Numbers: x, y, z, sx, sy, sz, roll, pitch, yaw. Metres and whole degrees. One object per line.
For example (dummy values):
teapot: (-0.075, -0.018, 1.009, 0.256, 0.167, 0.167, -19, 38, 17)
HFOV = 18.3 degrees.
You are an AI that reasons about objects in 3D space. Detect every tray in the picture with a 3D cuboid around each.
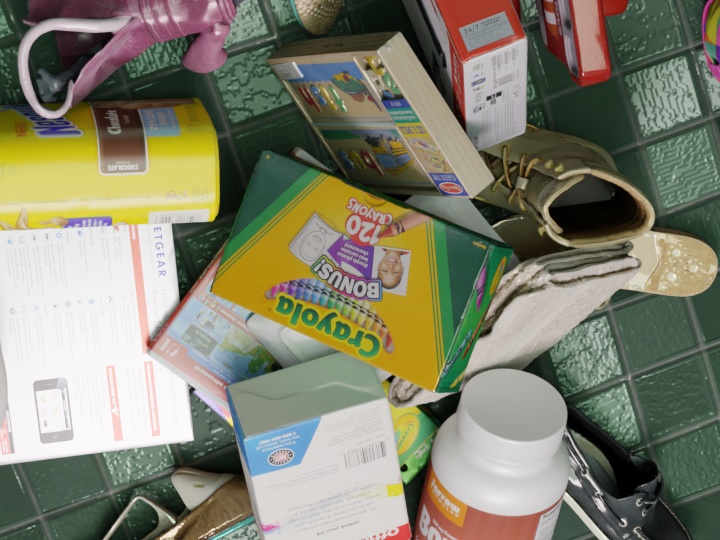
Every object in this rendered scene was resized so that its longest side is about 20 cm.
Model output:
tray: (0.020, 0.024, 1.726, 0.200, 0.022, 0.107, -37, 106, 12)

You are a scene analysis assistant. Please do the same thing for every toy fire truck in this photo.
toy fire truck: (0.149, -0.250, 1.674, 0.112, 0.168, 0.201, -10, 108, -6)

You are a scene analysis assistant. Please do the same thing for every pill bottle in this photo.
pill bottle: (0.105, 0.180, 1.789, 0.112, 0.112, 0.200, 3, 129, -10)

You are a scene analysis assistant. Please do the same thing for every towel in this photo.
towel: (0.121, 0.044, 1.744, 0.132, 0.035, 0.200, -10, 155, -42)

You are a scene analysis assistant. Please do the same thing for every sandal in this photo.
sandal: (0.191, -0.003, 1.804, 0.211, 0.070, 0.078, 2, 106, -9)

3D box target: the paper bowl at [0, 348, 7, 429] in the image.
paper bowl: (-0.341, 0.080, 1.686, 0.104, 0.200, 0.201, -17, 111, -37)

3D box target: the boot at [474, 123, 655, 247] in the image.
boot: (0.119, -0.073, 1.727, 0.199, 0.155, 0.073, 14, 104, -12)

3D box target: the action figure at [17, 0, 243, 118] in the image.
action figure: (-0.154, -0.203, 1.659, 0.199, 0.149, 0.134, -14, 102, 10)

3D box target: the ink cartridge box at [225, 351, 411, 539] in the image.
ink cartridge box: (-0.029, 0.166, 1.746, 0.116, 0.067, 0.200, -16, 131, -8)

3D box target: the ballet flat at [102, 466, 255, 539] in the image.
ballet flat: (-0.152, 0.207, 1.823, 0.200, 0.068, 0.072, -34, 89, 6)

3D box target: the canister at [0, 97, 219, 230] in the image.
canister: (-0.212, -0.080, 1.680, 0.199, 0.149, 0.087, -3, 107, -10)

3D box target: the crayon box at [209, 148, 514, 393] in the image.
crayon box: (0.000, 0.000, 1.671, 0.200, 0.058, 0.119, 23, 96, 20)

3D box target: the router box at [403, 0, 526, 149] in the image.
router box: (0.065, -0.201, 1.619, 0.049, 0.200, 0.180, -21, 74, -2)

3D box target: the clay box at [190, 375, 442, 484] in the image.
clay box: (-0.028, 0.115, 1.815, 0.200, 0.048, 0.115, 42, 95, -15)

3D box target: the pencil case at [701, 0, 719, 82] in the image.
pencil case: (0.373, -0.185, 1.774, 0.199, 0.088, 0.089, -2, 106, -7)

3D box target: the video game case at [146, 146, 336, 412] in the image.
video game case: (-0.053, 0.024, 1.756, 0.143, 0.017, 0.200, 36, 92, -16)

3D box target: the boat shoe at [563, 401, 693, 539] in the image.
boat shoe: (0.216, 0.177, 1.853, 0.199, 0.075, 0.066, 43, 126, -9)

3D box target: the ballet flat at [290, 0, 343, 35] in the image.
ballet flat: (-0.026, -0.276, 1.687, 0.065, 0.070, 0.201, 2, 111, 28)

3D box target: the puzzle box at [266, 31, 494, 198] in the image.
puzzle box: (0.012, -0.115, 1.679, 0.025, 0.200, 0.133, -41, 108, -18)

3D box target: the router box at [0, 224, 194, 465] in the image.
router box: (-0.230, 0.047, 1.764, 0.179, 0.049, 0.201, -6, 107, -7)
